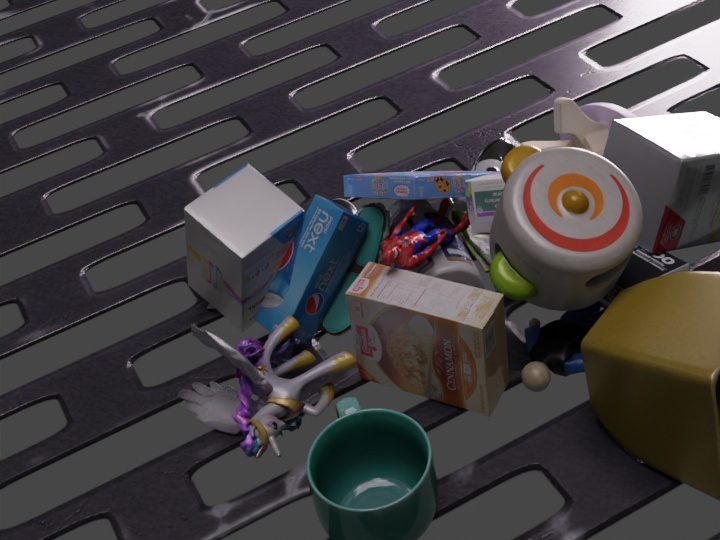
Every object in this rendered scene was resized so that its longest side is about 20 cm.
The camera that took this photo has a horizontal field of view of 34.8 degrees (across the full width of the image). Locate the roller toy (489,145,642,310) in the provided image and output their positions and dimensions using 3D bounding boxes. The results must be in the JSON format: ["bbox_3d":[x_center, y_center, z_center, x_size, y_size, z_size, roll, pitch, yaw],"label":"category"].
[{"bbox_3d":[0.262,-0.058,1.470,0.179,0.140,0.203,8,61,0],"label":"roller toy"}]

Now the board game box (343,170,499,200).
[{"bbox_3d":[0.097,-0.125,1.670,0.198,0.037,0.150,-5,8,-41],"label":"board game box"}]

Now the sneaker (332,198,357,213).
[{"bbox_3d":[-0.047,-0.060,1.773,0.070,0.084,0.202,1,41,13],"label":"sneaker"}]

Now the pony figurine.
[{"bbox_3d":[-0.130,0.147,1.514,0.192,0.168,0.200,30,46,22],"label":"pony figurine"}]

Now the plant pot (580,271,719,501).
[{"bbox_3d":[0.383,0.120,1.393,0.198,0.198,0.194,14,45,39],"label":"plant pot"}]

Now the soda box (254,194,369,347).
[{"bbox_3d":[-0.070,0.002,1.632,0.068,0.064,0.202,32,97,40],"label":"soda box"}]

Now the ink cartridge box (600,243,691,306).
[{"bbox_3d":[0.356,-0.023,1.622,0.198,0.044,0.197,-17,37,-39],"label":"ink cartridge box"}]

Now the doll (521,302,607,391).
[{"bbox_3d":[0.288,0.094,1.544,0.199,0.049,0.136,-36,45,-27],"label":"doll"}]

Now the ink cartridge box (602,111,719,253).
[{"bbox_3d":[0.459,-0.131,1.648,0.197,0.147,0.145,-8,33,-31],"label":"ink cartridge box"}]

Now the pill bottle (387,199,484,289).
[{"bbox_3d":[0.098,-0.019,1.670,0.109,0.112,0.201,-16,40,-6],"label":"pill bottle"}]

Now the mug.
[{"bbox_3d":[0.022,0.249,1.373,0.149,0.116,0.186,5,41,18],"label":"mug"}]

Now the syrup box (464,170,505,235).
[{"bbox_3d":[0.243,-0.109,1.646,0.198,0.083,0.078,-17,10,-43],"label":"syrup box"}]

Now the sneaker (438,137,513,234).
[{"bbox_3d":[0.206,-0.124,1.804,0.088,0.075,0.201,18,58,31],"label":"sneaker"}]

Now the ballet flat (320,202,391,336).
[{"bbox_3d":[0.000,0.000,1.668,0.075,0.064,0.203,22,92,10],"label":"ballet flat"}]

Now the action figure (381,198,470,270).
[{"bbox_3d":[0.083,-0.048,1.560,0.065,0.052,0.199,35,37,16],"label":"action figure"}]

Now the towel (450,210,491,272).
[{"bbox_3d":[0.242,-0.046,1.686,0.197,0.023,0.144,-2,39,-25],"label":"towel"}]

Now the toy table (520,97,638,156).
[{"bbox_3d":[0.345,-0.181,1.770,0.116,0.187,0.199,-17,12,-29],"label":"toy table"}]

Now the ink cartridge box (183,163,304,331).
[{"bbox_3d":[-0.170,-0.024,1.686,0.125,0.201,0.128,38,58,22],"label":"ink cartridge box"}]

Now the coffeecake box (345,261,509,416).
[{"bbox_3d":[0.089,0.089,1.513,0.197,0.155,0.073,14,44,27],"label":"coffeecake box"}]
